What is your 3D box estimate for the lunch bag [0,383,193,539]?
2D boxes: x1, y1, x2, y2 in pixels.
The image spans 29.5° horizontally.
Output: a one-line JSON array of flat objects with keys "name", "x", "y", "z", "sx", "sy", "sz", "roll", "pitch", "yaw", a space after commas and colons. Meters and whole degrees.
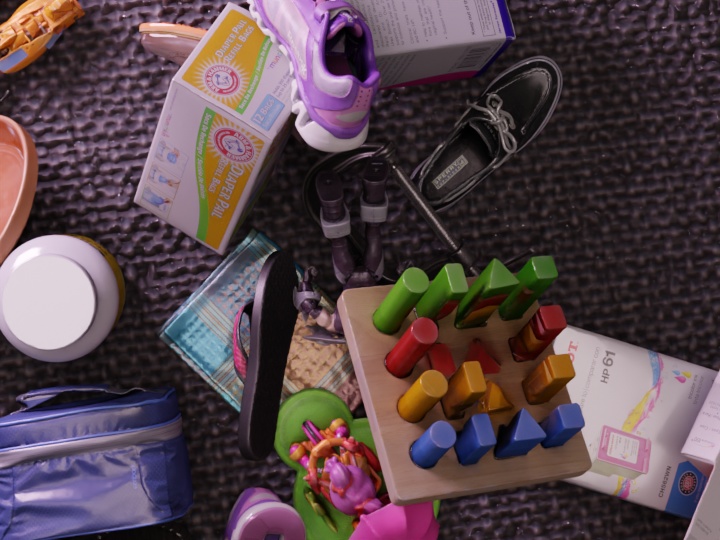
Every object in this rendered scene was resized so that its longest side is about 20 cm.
[{"name": "lunch bag", "x": -0.261, "y": 0.173, "z": 1.277, "sx": 0.197, "sy": 0.136, "sz": 0.134, "roll": -8, "pitch": 88, "yaw": -2}]

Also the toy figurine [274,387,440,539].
[{"name": "toy figurine", "x": 0.003, "y": 0.205, "z": 1.256, "sx": 0.150, "sy": 0.184, "sz": 0.201, "roll": -39, "pitch": 97, "yaw": -5}]

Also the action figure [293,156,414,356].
[{"name": "action figure", "x": 0.000, "y": 0.000, "z": 1.290, "sx": 0.128, "sy": 0.070, "sz": 0.203, "roll": -7, "pitch": 120, "yaw": -8}]

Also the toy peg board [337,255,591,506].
[{"name": "toy peg board", "x": 0.105, "y": 0.083, "z": 1.205, "sx": 0.197, "sy": 0.098, "sz": 0.202, "roll": -5, "pitch": 64, "yaw": -23}]

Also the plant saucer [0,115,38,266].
[{"name": "plant saucer", "x": -0.370, "y": -0.050, "z": 1.271, "sx": 0.032, "sy": 0.199, "sz": 0.202, "roll": 36, "pitch": 86, "yaw": -45}]

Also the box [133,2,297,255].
[{"name": "box", "x": -0.123, "y": -0.125, "z": 1.248, "sx": 0.101, "sy": 0.200, "sz": 0.113, "roll": 30, "pitch": 55, "yaw": -1}]

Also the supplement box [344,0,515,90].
[{"name": "supplement box", "x": 0.029, "y": -0.234, "z": 1.293, "sx": 0.197, "sy": 0.101, "sz": 0.105, "roll": -11, "pitch": 80, "yaw": -20}]

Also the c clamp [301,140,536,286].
[{"name": "c clamp", "x": 0.045, "y": -0.049, "z": 1.315, "sx": 0.200, "sy": 0.027, "sz": 0.170, "roll": 46, "pitch": 123, "yaw": -10}]

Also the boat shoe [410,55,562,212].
[{"name": "boat shoe", "x": 0.125, "y": -0.137, "z": 1.341, "sx": 0.199, "sy": 0.068, "sz": 0.074, "roll": -39, "pitch": 91, "yaw": -3}]

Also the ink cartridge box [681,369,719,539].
[{"name": "ink cartridge box", "x": 0.365, "y": 0.215, "z": 1.289, "sx": 0.200, "sy": 0.044, "sz": 0.178, "roll": 40, "pitch": 73, "yaw": -38}]

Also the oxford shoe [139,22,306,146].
[{"name": "oxford shoe", "x": -0.128, "y": -0.184, "z": 1.329, "sx": 0.198, "sy": 0.071, "sz": 0.074, "roll": 22, "pitch": 91, "yaw": -3}]

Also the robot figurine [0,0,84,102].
[{"name": "robot figurine", "x": -0.377, "y": -0.234, "z": 1.320, "sx": 0.199, "sy": 0.058, "sz": 0.146, "roll": -36, "pitch": 90, "yaw": -4}]

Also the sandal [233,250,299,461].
[{"name": "sandal", "x": -0.100, "y": 0.078, "z": 1.302, "sx": 0.044, "sy": 0.075, "sz": 0.203, "roll": 6, "pitch": 83, "yaw": 27}]

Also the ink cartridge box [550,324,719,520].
[{"name": "ink cartridge box", "x": 0.255, "y": 0.146, "z": 1.332, "sx": 0.197, "sy": 0.085, "sz": 0.147, "roll": 17, "pitch": 88, "yaw": -1}]

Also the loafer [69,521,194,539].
[{"name": "loafer", "x": -0.255, "y": 0.287, "z": 1.312, "sx": 0.197, "sy": 0.071, "sz": 0.074, "roll": -7, "pitch": 69, "yaw": -17}]

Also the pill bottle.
[{"name": "pill bottle", "x": -0.273, "y": 0.024, "z": 1.245, "sx": 0.110, "sy": 0.200, "sz": 0.114, "roll": 0, "pitch": 92, "yaw": -7}]

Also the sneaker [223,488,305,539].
[{"name": "sneaker", "x": -0.104, "y": 0.295, "z": 1.309, "sx": 0.079, "sy": 0.089, "sz": 0.203, "roll": 6, "pitch": 110, "yaw": -20}]

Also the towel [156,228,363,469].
[{"name": "towel", "x": -0.082, "y": 0.077, "z": 1.347, "sx": 0.200, "sy": 0.022, "sz": 0.147, "roll": 43, "pitch": 87, "yaw": -1}]

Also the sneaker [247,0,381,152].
[{"name": "sneaker", "x": -0.033, "y": -0.206, "z": 1.154, "sx": 0.080, "sy": 0.089, "sz": 0.202, "roll": -12, "pitch": 70, "yaw": -28}]
